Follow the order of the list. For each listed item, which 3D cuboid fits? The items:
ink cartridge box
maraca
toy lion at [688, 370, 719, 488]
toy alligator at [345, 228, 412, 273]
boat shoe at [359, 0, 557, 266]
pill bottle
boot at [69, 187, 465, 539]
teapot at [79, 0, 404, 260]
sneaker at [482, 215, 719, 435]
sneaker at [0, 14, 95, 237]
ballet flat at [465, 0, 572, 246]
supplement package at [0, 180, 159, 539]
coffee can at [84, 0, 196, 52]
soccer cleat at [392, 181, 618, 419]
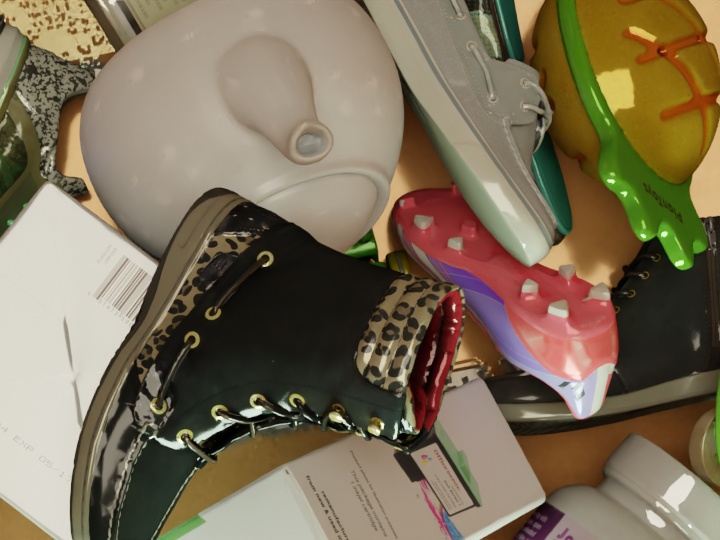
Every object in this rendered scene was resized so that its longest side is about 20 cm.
[{"bbox_3d":[-0.014,0.144,1.453,0.145,0.200,0.084,-32,82,35],"label":"ink cartridge box"},{"bbox_3d":[0.158,-0.094,1.527,0.107,0.137,0.201,-28,54,28],"label":"maraca"},{"bbox_3d":[0.300,0.049,1.536,0.199,0.069,0.193,15,82,-28],"label":"toy lion"},{"bbox_3d":[0.000,0.000,1.558,0.059,0.054,0.201,-14,86,-4],"label":"toy alligator"},{"bbox_3d":[0.069,-0.096,1.486,0.071,0.070,0.201,-28,64,-4],"label":"boat shoe"},{"bbox_3d":[0.126,0.196,1.519,0.112,0.112,0.200,39,85,1],"label":"pill bottle"},{"bbox_3d":[-0.048,0.071,1.314,0.153,0.073,0.204,18,80,24],"label":"boot"},{"bbox_3d":[-0.053,-0.053,1.461,0.197,0.200,0.147,-37,66,28],"label":"teapot"},{"bbox_3d":[0.150,0.033,1.559,0.199,0.075,0.107,-10,81,-12],"label":"sneaker"},{"bbox_3d":[-0.206,-0.045,1.549,0.088,0.077,0.201,16,87,-11],"label":"sneaker"},{"bbox_3d":[0.073,-0.106,1.572,0.074,0.074,0.201,-12,83,-3],"label":"ballet flat"},{"bbox_3d":[-0.153,0.061,1.473,0.152,0.200,0.151,37,86,1],"label":"supplement package"},{"bbox_3d":[-0.070,-0.205,1.526,0.200,0.146,0.147,-33,87,-5],"label":"coffee can"},{"bbox_3d":[0.079,0.013,1.516,0.066,0.200,0.077,-18,123,-27],"label":"soccer cleat"}]
